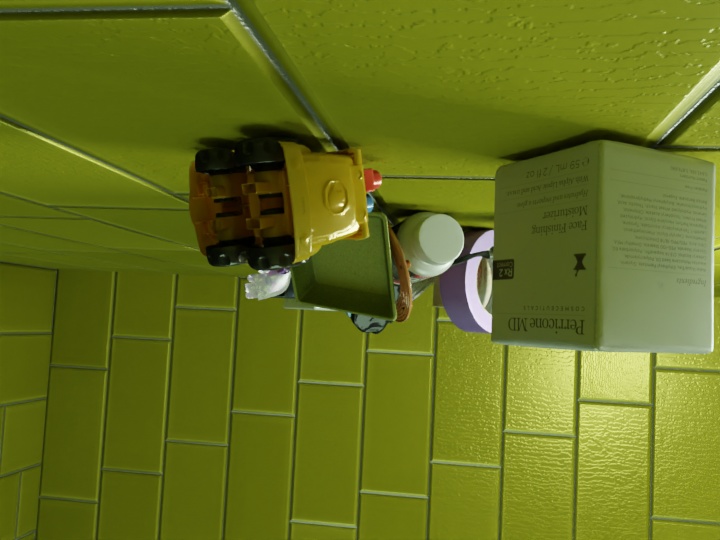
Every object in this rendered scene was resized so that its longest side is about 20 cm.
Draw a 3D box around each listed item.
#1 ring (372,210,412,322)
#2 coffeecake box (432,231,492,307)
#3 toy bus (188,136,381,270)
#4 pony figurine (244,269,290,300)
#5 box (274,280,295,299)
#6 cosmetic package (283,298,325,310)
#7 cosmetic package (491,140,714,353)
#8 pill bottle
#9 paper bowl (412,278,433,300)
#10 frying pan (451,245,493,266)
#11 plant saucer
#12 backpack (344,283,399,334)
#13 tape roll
[{"bbox_3d":[0.045,-0.009,1.213,0.019,0.201,0.200,-18,-178,-17],"label":"ring"},{"bbox_3d":[0.235,0.006,1.497,0.073,0.154,0.200,0,176,35],"label":"coffeecake box"},{"bbox_3d":[-0.077,-0.083,0.815,0.192,0.136,0.200,-15,-169,-42],"label":"toy bus"},{"bbox_3d":[-0.131,-0.041,1.327,0.193,0.167,0.200,-4,166,-41],"label":"pony figurine"},{"bbox_3d":[-0.094,-0.008,1.580,0.199,0.149,0.107,5,176,-29],"label":"box"},{"bbox_3d":[-0.110,0.036,2.087,0.164,0.166,0.200,5,176,-33],"label":"cosmetic package"},{"bbox_3d":[0.255,-0.015,0.758,0.164,0.201,0.165,5,175,-26],"label":"cosmetic package"},{"bbox_3d":[0.102,-0.040,1.225,0.110,0.111,0.200,4,171,-16],"label":"pill bottle"},{"bbox_3d":[0.074,0.011,1.647,0.200,0.105,0.201,-32,-165,10],"label":"paper bowl"},{"bbox_3d":[0.247,-0.043,1.215,0.189,0.031,0.115,-22,172,-18],"label":"frying pan"},{"bbox_3d":[-0.028,-0.025,1.182,0.199,0.201,0.048,9,-146,26],"label":"plant saucer"},{"bbox_3d":[0.000,0.000,1.415,0.153,0.201,0.163,12,133,-23],"label":"backpack"},{"bbox_3d":[0.242,0.022,1.383,0.200,0.201,0.065,7,175,-42],"label":"tape roll"}]
